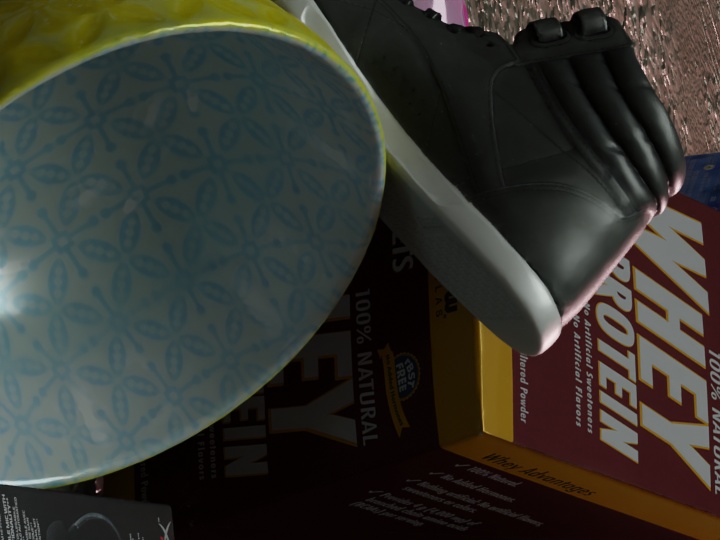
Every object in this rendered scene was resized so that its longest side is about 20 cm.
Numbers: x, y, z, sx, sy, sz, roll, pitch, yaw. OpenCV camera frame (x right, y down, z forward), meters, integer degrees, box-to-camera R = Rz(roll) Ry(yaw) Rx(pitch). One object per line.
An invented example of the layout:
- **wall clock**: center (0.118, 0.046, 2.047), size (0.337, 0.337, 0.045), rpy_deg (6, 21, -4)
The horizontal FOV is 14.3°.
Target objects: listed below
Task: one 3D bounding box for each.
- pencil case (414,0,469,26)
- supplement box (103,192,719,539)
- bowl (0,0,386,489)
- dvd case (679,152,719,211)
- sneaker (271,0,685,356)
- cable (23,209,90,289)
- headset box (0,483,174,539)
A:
- **pencil case**: center (0.016, -0.126, 1.417), size (0.087, 0.087, 0.202), rpy_deg (6, 76, -69)
- **supplement box**: center (0.034, 0.047, 1.143), size (0.197, 0.199, 0.134), rpy_deg (21, 59, -43)
- **bowl**: center (-0.103, -0.034, 0.964), size (0.108, 0.200, 0.200), rpy_deg (53, 2, 36)
- **dvd case**: center (0.085, -0.012, 1.384), size (0.143, 0.199, 0.018), rpy_deg (-61, 140, -58)
- **sneaker**: center (0.033, -0.072, 1.010), size (0.200, 0.099, 0.071), rpy_deg (49, -17, 16)
- **cable**: center (-0.093, -0.041, 1.127), size (0.201, 0.050, 0.098), rpy_deg (-72, 146, -50)
- **headset box**: center (-0.127, 0.146, 0.918), size (0.200, 0.075, 0.150), rpy_deg (18, 64, -68)
